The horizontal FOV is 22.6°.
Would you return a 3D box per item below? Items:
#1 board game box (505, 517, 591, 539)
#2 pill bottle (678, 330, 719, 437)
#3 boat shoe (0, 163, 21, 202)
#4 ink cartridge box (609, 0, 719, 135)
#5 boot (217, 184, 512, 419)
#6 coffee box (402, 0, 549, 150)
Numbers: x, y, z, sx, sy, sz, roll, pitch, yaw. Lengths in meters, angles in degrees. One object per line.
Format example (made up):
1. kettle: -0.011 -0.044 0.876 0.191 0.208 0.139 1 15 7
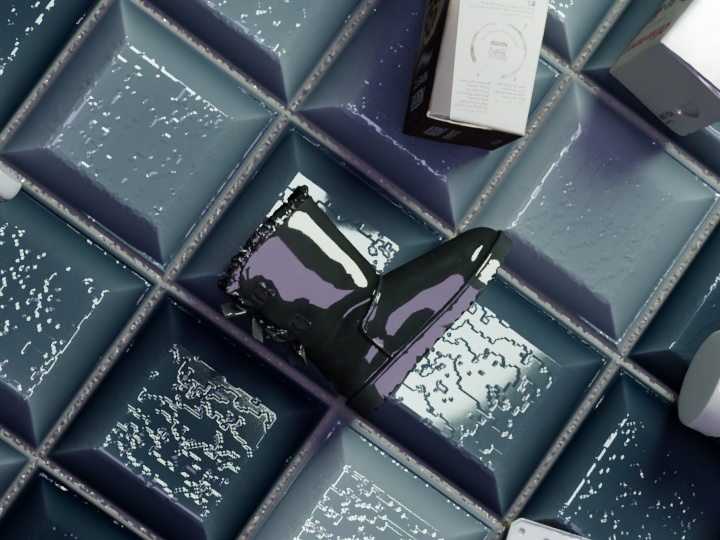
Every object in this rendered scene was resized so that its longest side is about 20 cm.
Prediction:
1. board game box: 0.182 0.320 1.435 0.200 0.026 0.200 18 85 -8
2. pill bottle: 0.360 0.121 1.428 0.200 0.111 0.111 22 84 -8
3. boat shoe: -0.352 -0.097 1.346 0.200 0.070 0.066 33 91 -6
4. ink cartridge box: 0.301 -0.215 1.414 0.083 0.147 0.200 39 82 -5
5. boot: 0.000 0.000 1.398 0.162 0.073 0.198 42 83 -2
6. coffee box: 0.096 -0.201 1.398 0.080 0.113 0.200 11 85 -9
